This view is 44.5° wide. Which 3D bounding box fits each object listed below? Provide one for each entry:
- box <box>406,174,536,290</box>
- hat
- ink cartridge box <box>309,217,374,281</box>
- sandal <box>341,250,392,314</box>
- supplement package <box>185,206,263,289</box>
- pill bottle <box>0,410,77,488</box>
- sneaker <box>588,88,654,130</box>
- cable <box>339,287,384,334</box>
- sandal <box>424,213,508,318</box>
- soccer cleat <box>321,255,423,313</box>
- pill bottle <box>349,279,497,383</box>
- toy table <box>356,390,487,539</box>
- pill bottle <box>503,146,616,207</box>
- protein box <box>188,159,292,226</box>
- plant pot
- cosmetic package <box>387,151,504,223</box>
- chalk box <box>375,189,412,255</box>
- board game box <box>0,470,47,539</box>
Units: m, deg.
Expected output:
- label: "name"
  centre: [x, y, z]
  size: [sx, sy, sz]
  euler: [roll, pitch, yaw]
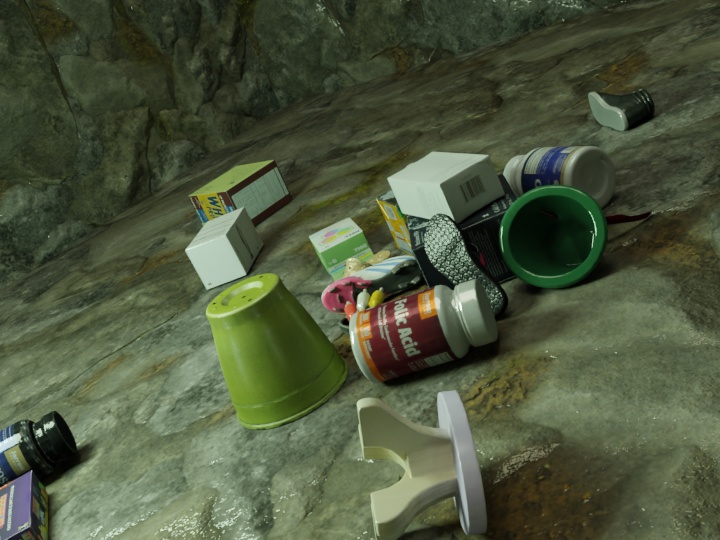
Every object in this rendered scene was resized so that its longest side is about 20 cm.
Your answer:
- label: "box"
  centre: [0.196, -0.056, 1.550]
  size: [0.196, 0.124, 0.200]
  euler: [-24, 20, 9]
- label: "hat"
  centre: [0.351, -0.044, 1.444]
  size: [0.200, 0.166, 0.176]
  euler: [6, -4, 30]
- label: "ink cartridge box"
  centre: [-0.040, -0.049, 1.899]
  size: [0.104, 0.059, 0.200]
  euler: [-26, 20, -4]
- label: "sandal"
  centre: [-0.005, 0.001, 1.715]
  size: [0.078, 0.070, 0.212]
  euler: [-11, 24, 34]
- label: "supplement package"
  centre: [-0.334, -0.058, 2.187]
  size: [0.117, 0.117, 0.200]
  euler: [-19, 21, 15]
- label: "pill bottle"
  centre: [-0.606, 0.330, 1.533]
  size: [0.200, 0.112, 0.112]
  euler: [-29, 20, -8]
- label: "sneaker"
  centre: [0.586, -0.370, 1.967]
  size: [0.099, 0.071, 0.200]
  euler: [-24, 25, -1]
- label: "cable"
  centre: [0.001, 0.092, 1.506]
  size: [0.097, 0.050, 0.200]
  euler: [-25, 19, 10]
- label: "sandal"
  centre: [0.170, -0.006, 1.411]
  size: [0.045, 0.200, 0.075]
  euler: [-5, -36, -52]
- label: "soccer cleat"
  centre: [0.025, 0.026, 1.636]
  size: [0.200, 0.070, 0.086]
  euler: [-19, 13, 0]
- label: "pill bottle"
  centre: [0.094, 0.088, 1.310]
  size: [0.200, 0.114, 0.114]
  euler: [-19, 20, 17]
- label: "toy table"
  centre: [0.063, 0.216, 0.968]
  size: [0.117, 0.184, 0.200]
  euler: [-8, 11, -2]
- label: "pill bottle"
  centre: [0.364, -0.171, 1.643]
  size: [0.120, 0.120, 0.200]
  euler: [-33, 21, -22]
- label: "protein box"
  centre: [-0.350, -0.211, 2.567]
  size: [0.198, 0.135, 0.200]
  euler: [-1, 30, 48]
- label: "plant pot"
  centre: [-0.149, 0.116, 1.414]
  size: [0.200, 0.193, 0.200]
  euler: [-22, 19, 8]
- label: "cosmetic package"
  centre: [0.146, -0.149, 1.546]
  size: [0.113, 0.081, 0.200]
  euler: [-31, 18, -15]
- label: "chalk box"
  centre: [0.157, -0.131, 1.784]
  size: [0.200, 0.124, 0.125]
  euler: [-28, 19, -11]
- label: "board game box"
  centre: [-0.575, 0.413, 1.369]
  size: [0.165, 0.057, 0.200]
  euler: [-30, 20, -11]
